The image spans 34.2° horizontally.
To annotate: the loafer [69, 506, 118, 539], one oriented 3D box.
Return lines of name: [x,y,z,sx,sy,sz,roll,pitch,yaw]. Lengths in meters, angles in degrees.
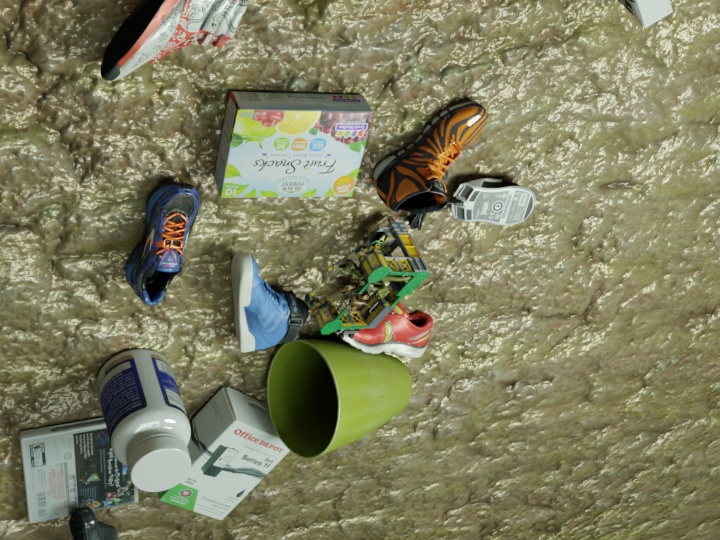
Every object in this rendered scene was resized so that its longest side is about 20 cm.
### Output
loafer: [-0.443,0.447,1.962,0.070,0.068,0.201,-25,149,-23]

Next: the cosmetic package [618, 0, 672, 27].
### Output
cosmetic package: [0.365,-0.433,1.593,0.050,0.083,0.200,-31,134,2]

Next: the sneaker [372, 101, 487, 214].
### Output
sneaker: [0.117,-0.151,1.695,0.200,0.112,0.078,-40,134,10]

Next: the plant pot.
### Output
plant pot: [-0.018,0.195,1.900,0.199,0.187,0.188,-5,131,-40]

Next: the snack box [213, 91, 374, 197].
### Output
snack box: [-0.093,-0.172,1.616,0.198,0.053,0.143,-2,130,-24]

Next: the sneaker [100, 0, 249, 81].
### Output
sneaker: [-0.223,-0.291,1.442,0.108,0.067,0.202,31,108,-38]

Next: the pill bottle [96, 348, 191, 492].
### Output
pill bottle: [-0.319,0.225,1.744,0.119,0.201,0.120,-13,132,-15]

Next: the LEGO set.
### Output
LEGO set: [0.000,0.000,1.765,0.153,0.116,0.200,-6,146,-36]

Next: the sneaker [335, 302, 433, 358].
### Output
sneaker: [0.035,0.084,1.897,0.199,0.077,0.085,8,113,-39]

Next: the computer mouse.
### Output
computer mouse: [0.174,-0.109,1.810,0.198,0.044,0.110,3,122,-21]

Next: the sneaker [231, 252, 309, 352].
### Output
sneaker: [-0.134,0.042,1.761,0.110,0.077,0.201,-9,136,-11]

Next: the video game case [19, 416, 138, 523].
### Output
video game case: [-0.450,0.318,1.887,0.180,0.023,0.201,-8,130,-19]

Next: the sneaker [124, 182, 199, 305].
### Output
sneaker: [-0.268,-0.034,1.632,0.075,0.079,0.201,5,126,-29]

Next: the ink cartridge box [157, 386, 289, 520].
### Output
ink cartridge box: [-0.228,0.305,1.939,0.146,0.083,0.200,29,111,-41]
